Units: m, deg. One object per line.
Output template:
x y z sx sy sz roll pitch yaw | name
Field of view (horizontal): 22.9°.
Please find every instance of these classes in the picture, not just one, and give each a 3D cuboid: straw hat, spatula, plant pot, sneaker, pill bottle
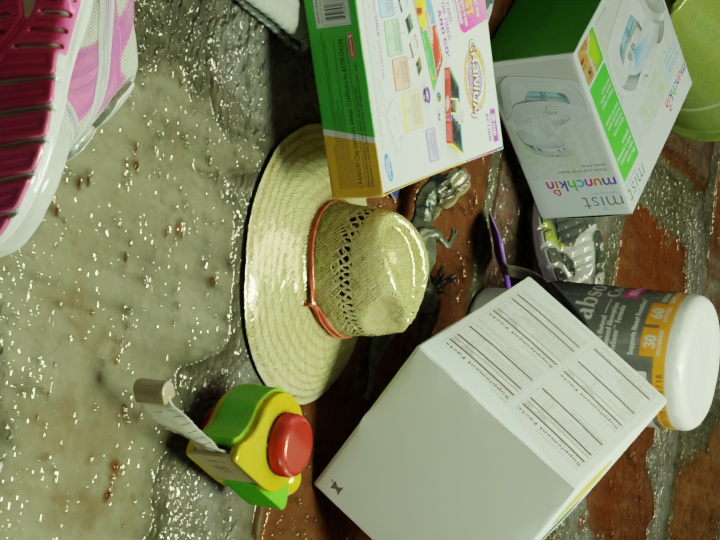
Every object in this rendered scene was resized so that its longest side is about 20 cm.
0.000 0.000 1.241 0.201 0.085 0.201 -18 111 -62 | straw hat
0.145 0.010 1.468 0.021 0.200 0.057 -22 122 -14 | spatula
0.318 -0.251 1.741 0.190 0.200 0.200 25 72 -49 | plant pot
0.181 0.025 1.629 0.074 0.085 0.200 -10 83 -37 | sneaker
0.196 0.069 1.514 0.116 0.200 0.116 -20 113 -61 | pill bottle
-0.158 -0.093 0.917 0.088 0.081 0.200 44 57 -55 | sneaker

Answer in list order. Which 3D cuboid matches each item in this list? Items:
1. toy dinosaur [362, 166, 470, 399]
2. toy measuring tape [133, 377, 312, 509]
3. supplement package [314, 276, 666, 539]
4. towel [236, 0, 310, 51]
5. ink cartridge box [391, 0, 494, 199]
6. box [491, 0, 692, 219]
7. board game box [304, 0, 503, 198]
0.045 0.019 1.387 0.088 0.047 0.200 41 63 -54 | toy dinosaur
-0.081 0.091 1.119 0.200 0.074 0.074 52 49 -54 | toy measuring tape
0.101 0.128 1.331 0.152 0.151 0.200 -54 166 28 | supplement package
-0.060 -0.262 1.131 0.200 0.035 0.193 30 68 -60 | towel
0.052 -0.162 1.367 0.099 0.039 0.200 52 50 -55 | ink cartridge box
0.204 -0.174 1.583 0.200 0.097 0.177 -59 134 -41 | box
0.034 -0.142 1.243 0.200 0.040 0.153 -23 108 -59 | board game box
